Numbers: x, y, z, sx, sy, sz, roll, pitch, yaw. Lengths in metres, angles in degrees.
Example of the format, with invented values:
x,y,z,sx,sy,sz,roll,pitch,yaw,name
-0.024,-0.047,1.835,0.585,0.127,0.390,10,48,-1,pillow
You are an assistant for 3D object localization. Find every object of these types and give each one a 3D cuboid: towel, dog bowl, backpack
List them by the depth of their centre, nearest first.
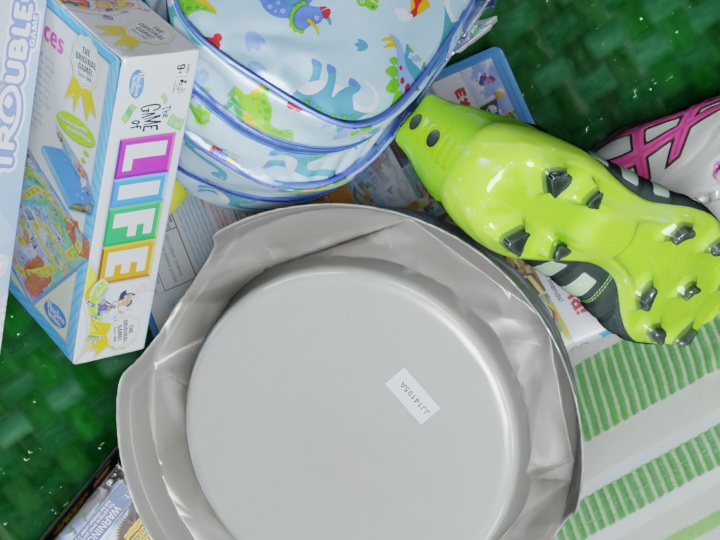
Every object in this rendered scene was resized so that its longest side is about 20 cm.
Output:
x,y,z,sx,sy,sz,roll,pitch,yaw,name
-0.023,-0.121,0.736,0.163,0.154,0.200,37,82,-17,backpack
0.000,0.063,0.746,0.200,0.059,0.200,4,105,15,dog bowl
0.126,0.091,0.796,0.152,0.200,0.023,-29,128,2,towel

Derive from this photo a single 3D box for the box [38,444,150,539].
x,y,z,sx,sy,sz,roll,pitch,yaw,name
-0.128,0.203,0.875,0.137,0.040,0.200,38,96,-12,box

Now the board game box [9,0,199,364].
x,y,z,sx,sy,sz,roll,pitch,yaw,name
-0.142,-0.073,0.726,0.034,0.200,0.135,-12,130,-37,board game box

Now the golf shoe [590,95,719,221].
x,y,z,sx,sy,sz,roll,pitch,yaw,name
0.162,-0.043,0.820,0.200,0.092,0.073,-35,103,5,golf shoe

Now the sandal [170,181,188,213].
x,y,z,sx,sy,sz,roll,pitch,yaw,name
-0.126,-0.114,0.781,0.079,0.087,0.200,-23,95,2,sandal

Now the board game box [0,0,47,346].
x,y,z,sx,sy,sz,roll,pitch,yaw,name
-0.220,-0.033,0.689,0.199,0.043,0.200,11,94,29,board game box

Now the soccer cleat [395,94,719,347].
x,y,z,sx,sy,sz,roll,pitch,yaw,name
0.092,-0.023,0.744,0.068,0.081,0.200,-53,140,9,soccer cleat

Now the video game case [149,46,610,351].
x,y,z,sx,sy,sz,roll,pitch,yaw,name
0.000,0.000,0.820,0.200,0.018,0.143,-23,78,4,video game case
